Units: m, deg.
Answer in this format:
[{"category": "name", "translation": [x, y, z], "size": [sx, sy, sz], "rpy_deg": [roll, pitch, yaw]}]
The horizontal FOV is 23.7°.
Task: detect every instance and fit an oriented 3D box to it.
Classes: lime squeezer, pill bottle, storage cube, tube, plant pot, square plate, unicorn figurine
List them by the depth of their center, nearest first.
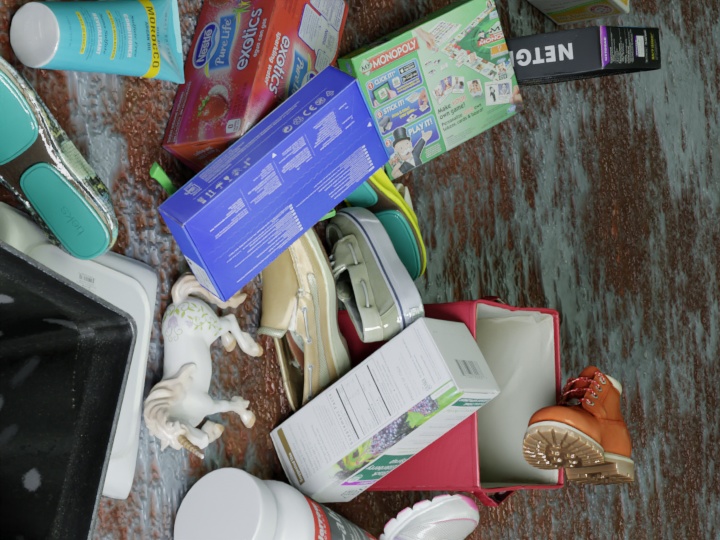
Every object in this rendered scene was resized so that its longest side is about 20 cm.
[{"category": "plant pot", "translation": [-0.294, 0.095, 1.137], "size": [0.200, 0.176, 0.202], "rpy_deg": [36, 57, -49]}, {"category": "square plate", "translation": [-0.232, 0.066, 1.362], "size": [0.199, 0.028, 0.201], "rpy_deg": [26, 65, -52]}, {"category": "tube", "translation": [-0.208, -0.193, 1.423], "size": [0.199, 0.050, 0.079], "rpy_deg": [-13, 103, -61]}, {"category": "unicorn figurine", "translation": [-0.139, 0.094, 1.463], "size": [0.137, 0.073, 0.202], "rpy_deg": [30, 41, -54]}, {"category": "pill bottle", "translation": [-0.067, 0.252, 1.502], "size": [0.200, 0.115, 0.117], "rpy_deg": [39, 55, -47]}, {"category": "lime squeezer", "translation": [-0.116, -0.047, 1.511], "size": [0.198, 0.038, 0.071], "rpy_deg": [12, 106, -39]}, {"category": "storage cube", "translation": [0.081, 0.128, 1.680], "size": [0.170, 0.178, 0.203], "rpy_deg": [8, 80, -55]}]

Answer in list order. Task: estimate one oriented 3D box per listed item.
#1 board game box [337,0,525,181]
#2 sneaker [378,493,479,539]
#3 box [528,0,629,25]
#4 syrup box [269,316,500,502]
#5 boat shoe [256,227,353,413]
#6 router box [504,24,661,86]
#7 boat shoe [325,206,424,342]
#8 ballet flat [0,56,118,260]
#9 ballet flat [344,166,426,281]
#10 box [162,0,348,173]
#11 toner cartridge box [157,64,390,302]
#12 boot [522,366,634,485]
[{"category": "board game box", "translation": [0.077, -0.193, 1.788], "size": [0.199, 0.029, 0.136], "rpy_deg": [-29, 110, -30]}, {"category": "sneaker", "translation": [0.046, 0.296, 1.597], "size": [0.200, 0.088, 0.081], "rpy_deg": [-49, 142, 10]}, {"category": "box", "translation": [0.237, -0.385, 2.045], "size": [0.199, 0.100, 0.114], "rpy_deg": [26, 65, -51]}, {"category": "syrup box", "translation": [0.020, 0.131, 1.566], "size": [0.078, 0.200, 0.082], "rpy_deg": [9, 47, -55]}, {"category": "boat shoe", "translation": [-0.063, 0.038, 1.585], "size": [0.076, 0.071, 0.202], "rpy_deg": [-30, 109, -36]}, {"category": "router box", "translation": [0.213, -0.236, 1.903], "size": [0.149, 0.198, 0.052], "rpy_deg": [-10, 95, -55]}, {"category": "boat shoe", "translation": [0.000, 0.000, 1.614], "size": [0.061, 0.200, 0.073], "rpy_deg": [-10, 121, -16]}, {"category": "ballet flat", "translation": [-0.256, -0.097, 1.323], "size": [0.201, 0.074, 0.074], "rpy_deg": [59, 42, -23]}, {"category": "ballet flat", "translation": [0.017, -0.076, 1.716], "size": [0.201, 0.066, 0.067], "rpy_deg": [54, 41, -34]}, {"category": "box", "translation": [-0.092, -0.177, 1.540], "size": [0.100, 0.095, 0.202], "rpy_deg": [39, 56, -45]}, {"category": "toner cartridge box", "translation": [-0.071, -0.075, 1.458], "size": [0.200, 0.043, 0.096], "rpy_deg": [-41, 134, -18]}, {"category": "boot", "translation": [0.207, 0.140, 1.652], "size": [0.200, 0.074, 0.109], "rpy_deg": [29, 59, -61]}]
